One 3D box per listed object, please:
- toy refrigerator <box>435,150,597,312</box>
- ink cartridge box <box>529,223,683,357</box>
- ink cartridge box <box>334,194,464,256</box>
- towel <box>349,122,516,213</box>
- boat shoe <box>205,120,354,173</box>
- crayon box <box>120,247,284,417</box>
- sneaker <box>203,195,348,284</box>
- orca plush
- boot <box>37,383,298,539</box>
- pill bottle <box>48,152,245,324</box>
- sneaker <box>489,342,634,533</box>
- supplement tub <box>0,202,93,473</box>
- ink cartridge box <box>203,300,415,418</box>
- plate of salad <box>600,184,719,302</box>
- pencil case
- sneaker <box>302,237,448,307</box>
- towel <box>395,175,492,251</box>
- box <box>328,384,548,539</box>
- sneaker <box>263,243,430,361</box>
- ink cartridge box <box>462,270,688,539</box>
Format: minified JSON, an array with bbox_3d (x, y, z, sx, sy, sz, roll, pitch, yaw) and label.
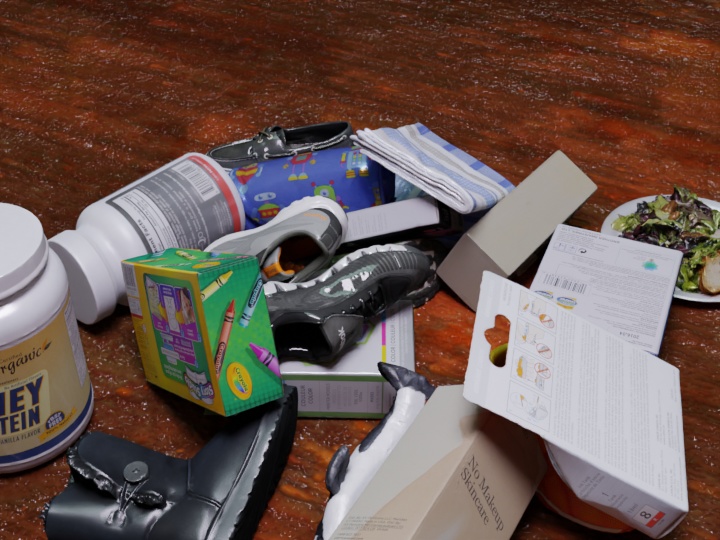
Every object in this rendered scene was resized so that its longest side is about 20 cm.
[{"bbox_3d":[0.173,-0.043,1.096,0.070,0.076,0.199,43,50,8],"label":"toy refrigerator"},{"bbox_3d":[0.226,0.049,0.986,0.134,0.077,0.201,14,38,18],"label":"ink cartridge box"},{"bbox_3d":[0.005,-0.042,1.079,0.196,0.038,0.094,-9,-6,22],"label":"ink cartridge box"},{"bbox_3d":[0.085,-0.112,1.074,0.146,0.024,0.199,33,20,14],"label":"towel"},{"bbox_3d":[-0.102,-0.154,1.276,0.196,0.057,0.069,-6,37,-7],"label":"boat shoe"},{"bbox_3d":[-0.144,0.048,0.894,0.057,0.121,0.199,-16,11,-29],"label":"crayon box"},{"bbox_3d":[-0.103,-0.003,1.002,0.198,0.074,0.080,-31,19,19],"label":"sneaker"},{"bbox_3d":[-0.004,0.170,0.837,0.070,0.105,0.203,-20,48,43],"label":"orca plush"},{"bbox_3d":[-0.154,0.158,0.851,0.165,0.077,0.202,13,45,12],"label":"boot"},{"bbox_3d":[-0.227,-0.034,1.073,0.115,0.118,0.199,27,46,32],"label":"pill bottle"},{"bbox_3d":[0.165,0.142,0.866,0.072,0.078,0.200,-23,47,-28],"label":"sneaker"},{"bbox_3d":[-0.317,0.059,0.882,0.141,0.203,0.146,-1,37,1],"label":"supplement tub"},{"bbox_3d":[-0.046,0.082,0.962,0.196,0.060,0.105,0,37,2],"label":"ink cartridge box"},{"bbox_3d":[0.365,-0.036,1.120,0.196,0.049,0.202,-1,37,1],"label":"plate of salad"},{"bbox_3d":[-0.054,-0.087,1.134,0.196,0.088,0.078,-9,18,18],"label":"pencil case"},{"bbox_3d":[0.000,0.000,1.067,0.197,0.078,0.089,-15,28,-22],"label":"sneaker"},{"bbox_3d":[0.061,-0.086,1.200,0.197,0.024,0.147,16,41,21],"label":"towel"},{"bbox_3d":[0.063,0.183,0.784,0.077,0.096,0.200,-9,28,40],"label":"box"},{"bbox_3d":[-0.020,0.039,0.919,0.196,0.067,0.091,-17,42,-13],"label":"sneaker"},{"bbox_3d":[0.169,0.105,0.823,0.197,0.051,0.163,25,39,-5],"label":"ink cartridge box"}]
